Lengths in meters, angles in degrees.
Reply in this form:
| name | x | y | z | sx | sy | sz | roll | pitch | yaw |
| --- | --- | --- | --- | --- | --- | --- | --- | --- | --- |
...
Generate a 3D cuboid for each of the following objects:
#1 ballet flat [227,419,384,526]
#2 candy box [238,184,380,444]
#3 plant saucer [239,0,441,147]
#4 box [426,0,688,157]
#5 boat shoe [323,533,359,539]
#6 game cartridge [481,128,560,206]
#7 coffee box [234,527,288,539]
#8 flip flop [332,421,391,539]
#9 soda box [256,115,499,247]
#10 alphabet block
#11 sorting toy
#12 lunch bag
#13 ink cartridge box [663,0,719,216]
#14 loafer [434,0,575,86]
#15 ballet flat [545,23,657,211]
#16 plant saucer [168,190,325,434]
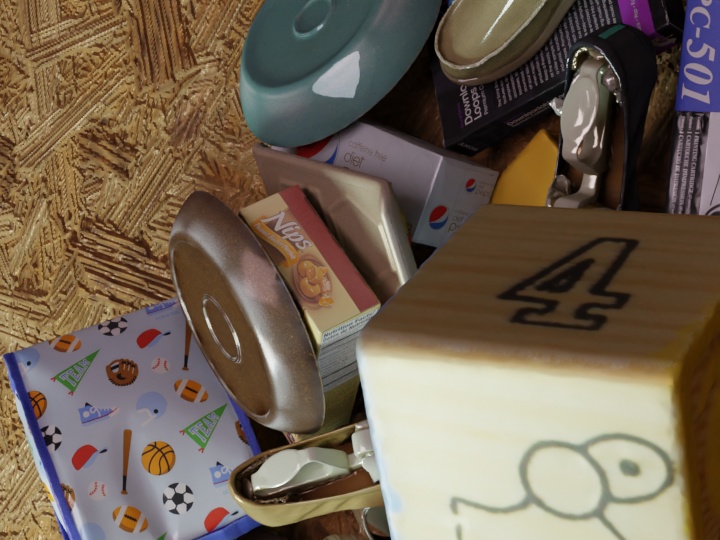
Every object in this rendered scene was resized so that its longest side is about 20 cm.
| name | x | y | z | sx | sy | sz | roll | pitch | yaw |
| --- | --- | --- | --- | --- | --- | --- | --- | --- | --- |
| ballet flat | -0.007 | 0.142 | 1.224 | 0.200 | 0.063 | 0.069 | -22 | 59 | 20 |
| candy box | -0.048 | 0.040 | 1.262 | 0.115 | 0.055 | 0.200 | 54 | 158 | 22 |
| plant saucer | -0.026 | -0.187 | 1.290 | 0.200 | 0.036 | 0.200 | -27 | 43 | 29 |
| box | 0.132 | -0.185 | 1.203 | 0.200 | 0.036 | 0.143 | -26 | 60 | 34 |
| boat shoe | 0.034 | 0.272 | 1.214 | 0.200 | 0.064 | 0.071 | 65 | 172 | -9 |
| game cartridge | 0.125 | 0.028 | 1.213 | 0.200 | 0.032 | 0.176 | -50 | 58 | 28 |
| coffee box | -0.094 | 0.267 | 1.309 | 0.200 | 0.114 | 0.080 | 16 | 126 | 40 |
| flip flop | 0.034 | 0.188 | 1.255 | 0.200 | 0.058 | 0.081 | 47 | 117 | 30 |
| soda box | 0.009 | -0.077 | 1.273 | 0.200 | 0.064 | 0.068 | 28 | 101 | 46 |
| alphabet block | 0.138 | 0.084 | 1.032 | 0.200 | 0.196 | 0.196 | 6 | 122 | 29 |
| sorting toy | 0.000 | 0.000 | 1.237 | 0.200 | 0.036 | 0.185 | 25 | 138 | 56 |
| lunch bag | -0.173 | 0.145 | 1.340 | 0.124 | 0.170 | 0.200 | 89 | 156 | -55 |
| ink cartridge box | 0.255 | -0.090 | 1.102 | 0.094 | 0.044 | 0.200 | 7 | 91 | 38 |
| loafer | 0.116 | -0.210 | 1.153 | 0.200 | 0.067 | 0.076 | -45 | 50 | 24 |
| ballet flat | 0.151 | -0.064 | 1.114 | 0.073 | 0.073 | 0.200 | 18 | 107 | 39 |
| plant saucer | -0.091 | 0.038 | 1.241 | 0.200 | 0.032 | 0.200 | 49 | 155 | 34 |
